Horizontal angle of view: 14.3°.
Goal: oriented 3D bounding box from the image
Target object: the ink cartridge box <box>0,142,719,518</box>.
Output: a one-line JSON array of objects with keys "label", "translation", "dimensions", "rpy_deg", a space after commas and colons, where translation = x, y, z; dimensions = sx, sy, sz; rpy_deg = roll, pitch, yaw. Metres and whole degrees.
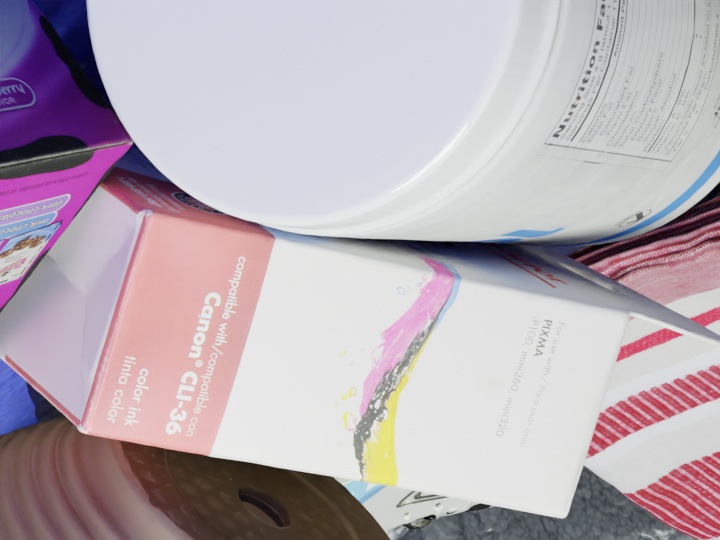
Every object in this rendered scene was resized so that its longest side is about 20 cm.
[{"label": "ink cartridge box", "translation": [-0.004, 0.017, 0.843], "dimensions": [0.199, 0.116, 0.068], "rpy_deg": [12, 100, -29]}]

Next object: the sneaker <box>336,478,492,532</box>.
[{"label": "sneaker", "translation": [0.020, 0.074, 1.086], "dimensions": [0.200, 0.073, 0.072], "rpy_deg": [-32, -173, -15]}]

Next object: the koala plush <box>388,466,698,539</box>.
[{"label": "koala plush", "translation": [0.044, 0.092, 1.225], "dimensions": [0.183, 0.178, 0.200], "rpy_deg": [-22, 161, -8]}]

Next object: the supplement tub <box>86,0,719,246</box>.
[{"label": "supplement tub", "translation": [0.027, -0.073, 0.802], "dimensions": [0.132, 0.132, 0.200], "rpy_deg": [-43, 161, 21]}]

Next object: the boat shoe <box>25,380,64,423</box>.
[{"label": "boat shoe", "translation": [-0.066, 0.021, 0.984], "dimensions": [0.073, 0.063, 0.201], "rpy_deg": [-26, 177, 17]}]

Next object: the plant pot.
[{"label": "plant pot", "translation": [-0.051, 0.102, 0.827], "dimensions": [0.093, 0.201, 0.201], "rpy_deg": [-56, 157, 17]}]

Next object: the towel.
[{"label": "towel", "translation": [0.131, 0.043, 0.990], "dimensions": [0.144, 0.023, 0.200], "rpy_deg": [-22, 141, 31]}]

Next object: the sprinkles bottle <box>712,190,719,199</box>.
[{"label": "sprinkles bottle", "translation": [0.161, -0.017, 1.023], "dimensions": [0.068, 0.068, 0.200], "rpy_deg": [-20, 156, -43]}]

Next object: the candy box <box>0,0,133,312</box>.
[{"label": "candy box", "translation": [-0.169, 0.017, 0.767], "dimensions": [0.136, 0.061, 0.200], "rpy_deg": [-15, 153, -52]}]

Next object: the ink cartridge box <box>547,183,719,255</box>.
[{"label": "ink cartridge box", "translation": [0.140, -0.088, 1.057], "dimensions": [0.200, 0.084, 0.145], "rpy_deg": [-30, 161, -21]}]
